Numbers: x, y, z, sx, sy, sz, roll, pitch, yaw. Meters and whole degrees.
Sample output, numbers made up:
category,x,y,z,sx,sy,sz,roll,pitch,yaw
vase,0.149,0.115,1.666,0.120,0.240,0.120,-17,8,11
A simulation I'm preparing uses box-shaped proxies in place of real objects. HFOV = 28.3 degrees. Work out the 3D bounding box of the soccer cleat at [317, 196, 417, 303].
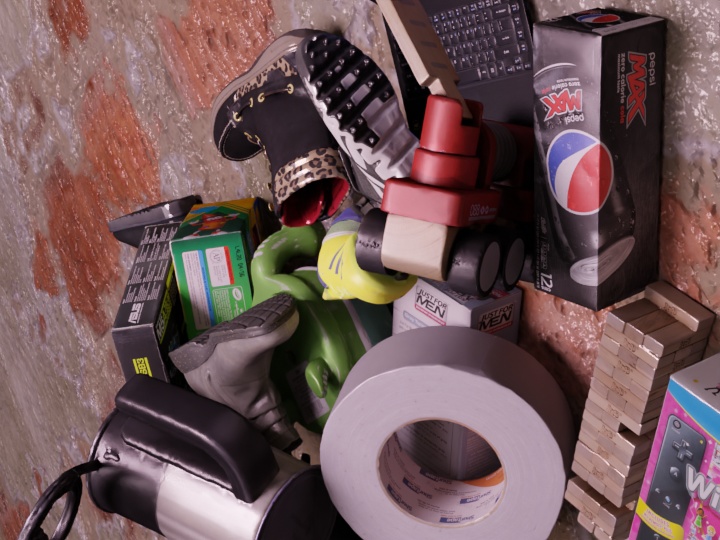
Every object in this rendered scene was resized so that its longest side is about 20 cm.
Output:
category,x,y,z,sx,sy,sz,roll,pitch,yaw
soccer cleat,0.001,0.000,1.150,0.084,0.065,0.200,-53,11,11

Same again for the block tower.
category,x,y,z,sx,sy,sz,roll,pitch,yaw
block tower,0.202,0.108,1.054,0.054,0.058,0.200,38,133,39

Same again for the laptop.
category,x,y,z,sx,sy,sz,roll,pitch,yaw
laptop,0.038,-0.185,1.108,0.177,0.103,0.200,-3,103,56

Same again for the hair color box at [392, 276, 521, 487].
category,x,y,z,sx,sy,sz,roll,pitch,yaw
hair color box,0.077,0.093,1.223,0.099,0.061,0.200,33,131,44

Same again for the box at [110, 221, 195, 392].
category,x,y,z,sx,sy,sz,roll,pitch,yaw
box,-0.183,0.083,1.389,0.200,0.047,0.193,-87,-15,-59

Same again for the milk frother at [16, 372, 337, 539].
category,x,y,z,sx,sy,sz,roll,pitch,yaw
milk frother,-0.157,0.205,1.176,0.188,0.200,0.181,20,161,30

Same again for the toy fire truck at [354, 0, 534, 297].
category,x,y,z,sx,sy,sz,roll,pitch,yaw
toy fire truck,0.070,-0.095,1.040,0.129,0.176,0.200,14,100,25

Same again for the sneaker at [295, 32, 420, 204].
category,x,y,z,sx,sy,sz,roll,pitch,yaw
sneaker,0.008,-0.106,1.182,0.200,0.066,0.090,48,155,-10

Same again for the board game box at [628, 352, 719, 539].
category,x,y,z,sx,sy,sz,roll,pitch,yaw
board game box,0.265,0.179,0.989,0.148,0.064,0.200,38,133,40

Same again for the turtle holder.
category,x,y,z,sx,sy,sz,roll,pitch,yaw
turtle holder,-0.034,0.054,1.303,0.186,0.132,0.141,47,141,33

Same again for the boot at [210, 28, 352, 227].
category,x,y,z,sx,sy,sz,roll,pitch,yaw
boot,-0.073,-0.110,1.307,0.200,0.073,0.151,-38,57,48

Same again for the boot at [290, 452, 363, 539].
category,x,y,z,sx,sy,sz,roll,pitch,yaw
boot,-0.070,0.235,1.376,0.073,0.198,0.162,-37,101,16

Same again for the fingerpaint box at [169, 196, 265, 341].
category,x,y,z,sx,sy,sz,roll,pitch,yaw
fingerpaint box,-0.124,0.042,1.410,0.167,0.073,0.200,-85,-14,-76

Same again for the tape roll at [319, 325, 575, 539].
category,x,y,z,sx,sy,sz,roll,pitch,yaw
tape roll,0.071,0.146,1.154,0.200,0.066,0.200,7,119,12

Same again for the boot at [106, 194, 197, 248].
category,x,y,z,sx,sy,sz,roll,pitch,yaw
boot,-0.209,0.025,1.614,0.165,0.066,0.200,-6,104,58

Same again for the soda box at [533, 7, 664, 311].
category,x,y,z,sx,sy,sz,roll,pitch,yaw
soda box,0.166,-0.078,1.002,0.063,0.071,0.200,21,123,46

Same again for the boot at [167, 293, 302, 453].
category,x,y,z,sx,sy,sz,roll,pitch,yaw
boot,-0.083,0.100,1.236,0.131,0.068,0.200,59,148,-3
